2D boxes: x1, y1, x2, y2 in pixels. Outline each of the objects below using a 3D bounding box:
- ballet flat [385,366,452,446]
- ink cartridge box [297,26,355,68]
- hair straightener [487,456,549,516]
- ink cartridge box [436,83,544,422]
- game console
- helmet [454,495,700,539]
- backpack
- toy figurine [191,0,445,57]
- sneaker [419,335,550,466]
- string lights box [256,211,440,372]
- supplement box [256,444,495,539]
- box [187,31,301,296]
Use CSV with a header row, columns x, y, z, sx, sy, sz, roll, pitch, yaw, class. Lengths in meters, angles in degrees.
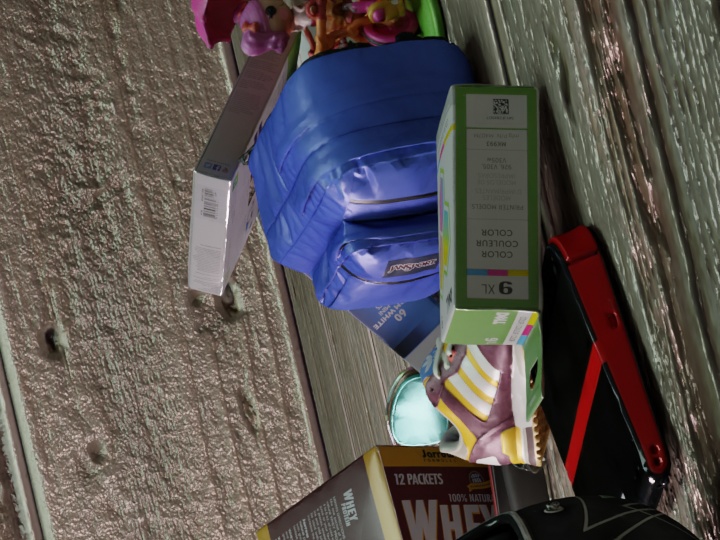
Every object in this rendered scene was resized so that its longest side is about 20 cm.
x,y,z,sx,sy,sz,roll,pitch,yaw,class
0.065,0.165,1.930,0.071,0.069,0.201,-77,-19,-57,ballet flat
0.005,-0.140,1.710,0.200,0.086,0.147,-116,14,-65,ink cartridge box
0.127,0.122,1.461,0.077,0.041,0.201,34,134,58,hair straightener
0.082,-0.009,1.231,0.104,0.059,0.201,99,171,-76,ink cartridge box
0.150,0.085,1.203,0.200,0.031,0.177,89,164,-61,game console
0.117,0.212,1.012,0.200,0.190,0.200,44,-154,-28,helmet
0.020,-0.075,1.434,0.200,0.162,0.168,116,136,-60,backpack
-0.043,-0.215,1.554,0.150,0.183,0.200,84,170,-47,toy figurine
0.081,0.056,1.355,0.075,0.090,0.201,-66,-28,-56,sneaker
0.000,0.000,1.692,0.200,0.059,0.103,40,-171,-23,string lights box
0.033,0.285,1.716,0.200,0.132,0.198,-41,56,42,supplement box
-0.097,-0.098,1.619,0.145,0.036,0.200,100,-171,-48,box
